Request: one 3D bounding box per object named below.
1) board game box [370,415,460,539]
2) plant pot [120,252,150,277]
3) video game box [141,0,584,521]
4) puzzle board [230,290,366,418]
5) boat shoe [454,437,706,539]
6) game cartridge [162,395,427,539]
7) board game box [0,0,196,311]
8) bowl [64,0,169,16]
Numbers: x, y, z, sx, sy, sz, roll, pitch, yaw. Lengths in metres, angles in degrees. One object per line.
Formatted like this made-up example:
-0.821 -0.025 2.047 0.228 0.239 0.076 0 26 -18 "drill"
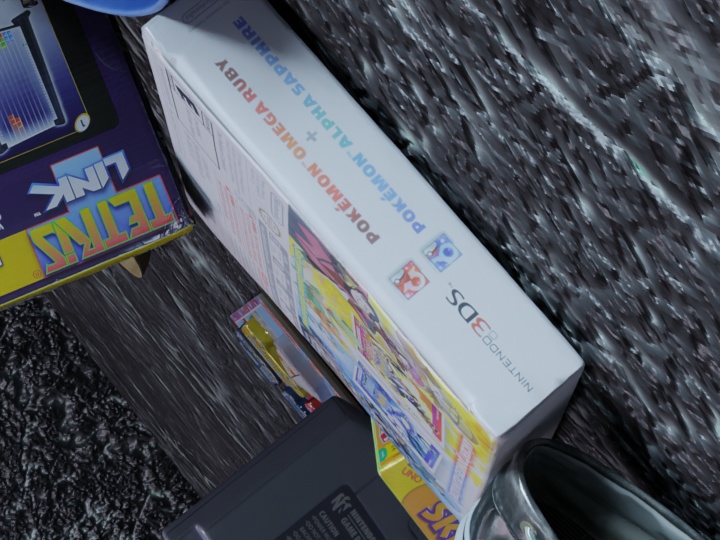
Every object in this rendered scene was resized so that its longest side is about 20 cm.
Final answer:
0.067 0.133 0.965 0.201 0.030 0.096 57 -170 -21 "board game box"
-0.200 -0.081 1.468 0.200 0.027 0.200 49 170 12 "plant pot"
0.000 0.000 0.801 0.183 0.047 0.200 51 171 11 "video game box"
-0.007 0.099 1.289 0.200 0.017 0.151 50 171 -1 "puzzle board"
0.112 0.133 0.710 0.200 0.072 0.071 36 143 16 "boat shoe"
-0.002 0.165 1.162 0.201 0.133 0.041 58 175 -31 "game cartridge"
-0.185 -0.056 0.859 0.057 0.199 0.166 -158 46 -84 "board game box"
-0.136 -0.154 0.696 0.200 0.040 0.201 29 168 7 "bowl"
